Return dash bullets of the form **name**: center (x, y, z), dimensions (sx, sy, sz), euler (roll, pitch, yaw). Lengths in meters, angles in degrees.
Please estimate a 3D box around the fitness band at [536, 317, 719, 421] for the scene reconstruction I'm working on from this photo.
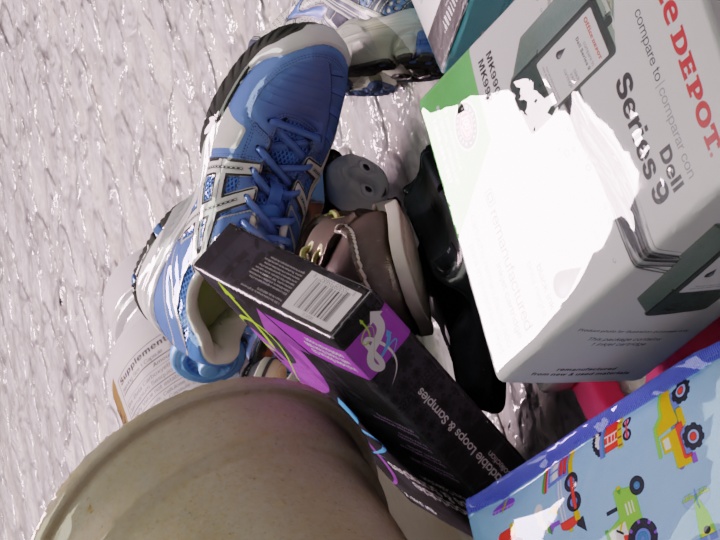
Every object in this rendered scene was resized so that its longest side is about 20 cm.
- **fitness band**: center (0.115, -0.014, 1.255), dimensions (0.144, 0.037, 0.201), euler (136, 125, -63)

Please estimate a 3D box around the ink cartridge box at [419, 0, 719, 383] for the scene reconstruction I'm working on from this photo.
- **ink cartridge box**: center (0.121, -0.061, 1.117), dimensions (0.200, 0.084, 0.146), euler (-46, 52, 49)

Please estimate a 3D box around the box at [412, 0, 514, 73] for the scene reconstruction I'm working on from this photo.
- **box**: center (0.045, -0.201, 1.385), dimensions (0.082, 0.049, 0.200), euler (110, 149, -47)

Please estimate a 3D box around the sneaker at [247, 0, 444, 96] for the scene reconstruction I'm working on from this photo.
- **sneaker**: center (-0.003, -0.145, 1.509), dimensions (0.200, 0.077, 0.086), euler (-5, 82, 60)

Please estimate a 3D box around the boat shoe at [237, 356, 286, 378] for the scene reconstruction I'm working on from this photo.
- **boat shoe**: center (-0.104, 0.124, 1.579), dimensions (0.200, 0.062, 0.075), euler (-57, 1, 32)

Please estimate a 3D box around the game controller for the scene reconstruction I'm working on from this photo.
- **game controller**: center (0.053, 0.001, 1.364), dimensions (0.200, 0.042, 0.105), euler (-105, 3, -74)

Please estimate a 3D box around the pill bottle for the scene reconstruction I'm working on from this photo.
- **pill bottle**: center (-0.100, 0.078, 1.722), dimensions (0.200, 0.114, 0.115), euler (-114, 29, -42)

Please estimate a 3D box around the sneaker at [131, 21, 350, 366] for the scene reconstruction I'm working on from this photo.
- **sneaker**: center (-0.052, -0.038, 1.430), dimensions (0.200, 0.076, 0.077), euler (-65, 34, 22)

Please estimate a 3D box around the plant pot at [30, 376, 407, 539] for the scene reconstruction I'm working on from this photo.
- **plant pot**: center (-0.032, 0.181, 1.258), dimensions (0.183, 0.200, 0.201), euler (42, 133, 46)

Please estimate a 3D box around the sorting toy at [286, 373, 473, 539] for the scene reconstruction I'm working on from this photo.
- **sorting toy**: center (0.006, 0.162, 1.524), dimensions (0.180, 0.106, 0.200), euler (81, 170, -50)

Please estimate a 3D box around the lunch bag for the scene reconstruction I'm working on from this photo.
- **lunch bag**: center (0.141, 0.129, 1.135), dimensions (0.200, 0.094, 0.151), euler (-47, 50, 52)

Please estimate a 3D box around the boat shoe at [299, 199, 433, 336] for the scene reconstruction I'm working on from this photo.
- **boat shoe**: center (0.000, 0.000, 1.386), dimensions (0.200, 0.059, 0.072), euler (-113, 10, -83)

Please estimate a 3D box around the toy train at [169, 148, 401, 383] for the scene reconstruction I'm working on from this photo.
- **toy train**: center (-0.047, -0.004, 1.568), dimensions (0.200, 0.114, 0.087), euler (110, 160, -45)

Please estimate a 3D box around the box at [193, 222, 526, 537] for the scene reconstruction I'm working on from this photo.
- **box**: center (0.016, 0.066, 1.329), dimensions (0.200, 0.036, 0.143), euler (47, 168, -31)
